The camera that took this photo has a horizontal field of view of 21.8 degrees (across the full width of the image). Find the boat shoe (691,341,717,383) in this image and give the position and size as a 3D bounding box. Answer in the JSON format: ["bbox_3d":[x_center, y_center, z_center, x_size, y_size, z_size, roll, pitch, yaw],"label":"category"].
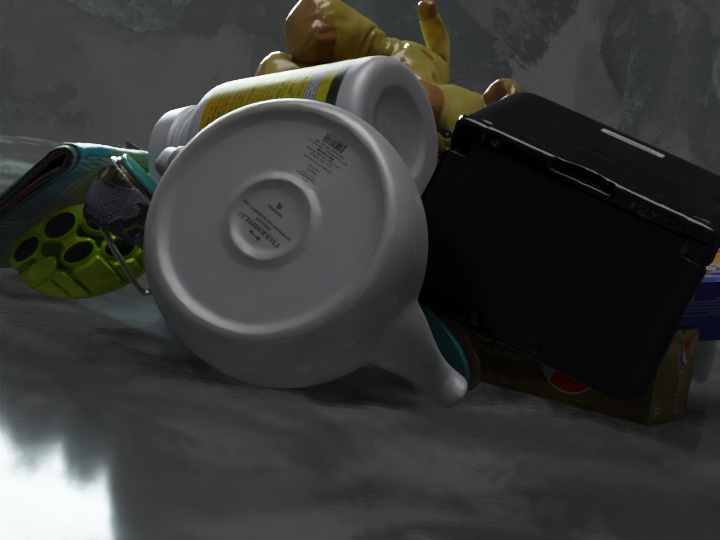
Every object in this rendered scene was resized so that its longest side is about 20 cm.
[{"bbox_3d":[0.235,0.055,1.451,0.056,0.069,0.200,11,9,23],"label":"boat shoe"}]

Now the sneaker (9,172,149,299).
[{"bbox_3d":[-0.179,-0.031,1.459,0.199,0.075,0.083,-24,4,-21],"label":"sneaker"}]

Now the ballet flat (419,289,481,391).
[{"bbox_3d":[0.020,0.020,1.320,0.199,0.068,0.072,25,32,31],"label":"ballet flat"}]

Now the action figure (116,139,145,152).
[{"bbox_3d":[-0.189,-0.054,1.711,0.129,0.070,0.200,28,13,-12],"label":"action figure"}]

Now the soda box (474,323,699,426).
[{"bbox_3d":[0.134,0.053,1.326,0.198,0.069,0.064,13,9,33],"label":"soda box"}]

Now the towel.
[{"bbox_3d":[-0.240,-0.047,1.461,0.022,0.146,0.200,53,11,8],"label":"towel"}]

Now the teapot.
[{"bbox_3d":[-0.042,-0.007,1.225,0.195,0.202,0.146,-10,-24,12],"label":"teapot"}]

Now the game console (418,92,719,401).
[{"bbox_3d":[0.148,-0.023,1.286,0.199,0.117,0.176,26,25,19],"label":"game console"}]

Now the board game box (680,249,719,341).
[{"bbox_3d":[0.280,0.012,1.407,0.198,0.045,0.134,-2,13,-16],"label":"board game box"}]

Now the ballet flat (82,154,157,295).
[{"bbox_3d":[-0.123,0.003,1.354,0.200,0.072,0.072,42,-1,-14],"label":"ballet flat"}]

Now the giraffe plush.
[{"bbox_3d":[0.032,-0.111,1.438,0.198,0.174,0.162,-9,30,-29],"label":"giraffe plush"}]

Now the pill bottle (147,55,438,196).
[{"bbox_3d":[-0.053,-0.087,1.350,0.198,0.114,0.112,-5,-2,34],"label":"pill bottle"}]
